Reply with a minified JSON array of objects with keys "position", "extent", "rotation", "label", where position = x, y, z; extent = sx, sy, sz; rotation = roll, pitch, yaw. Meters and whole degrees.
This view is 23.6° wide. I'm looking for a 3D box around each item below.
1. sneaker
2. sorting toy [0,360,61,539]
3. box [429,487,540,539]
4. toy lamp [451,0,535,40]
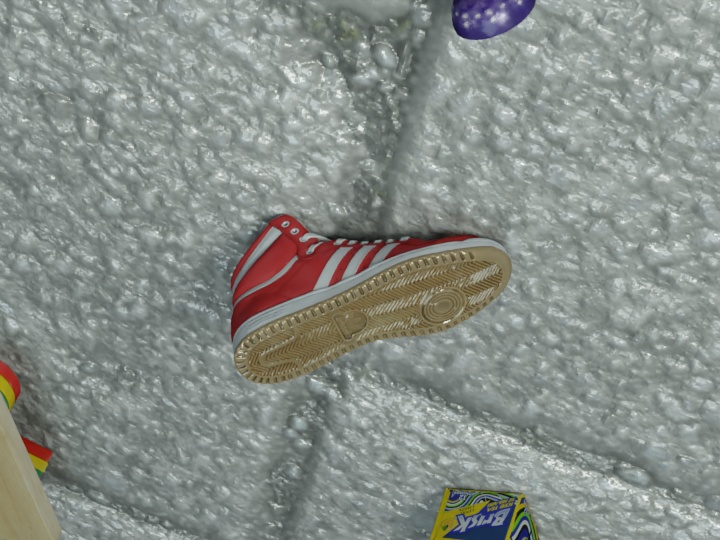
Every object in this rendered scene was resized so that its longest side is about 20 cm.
[{"position":[0.000,0.000,1.202],"extent":[0.200,0.113,0.071],"rotation":[-19,128,2],"label":"sneaker"},{"position":[-0.369,0.143,1.521],"extent":[0.198,0.070,0.200],"rotation":[7,137,19],"label":"sorting toy"},{"position":[0.118,0.268,1.425],"extent":[0.070,0.064,0.200],"rotation":[1,135,25],"label":"box"},{"position":[0.036,-0.219,0.944],"extent":[0.058,0.058,0.200],"rotation":[-5,131,30],"label":"toy lamp"}]
